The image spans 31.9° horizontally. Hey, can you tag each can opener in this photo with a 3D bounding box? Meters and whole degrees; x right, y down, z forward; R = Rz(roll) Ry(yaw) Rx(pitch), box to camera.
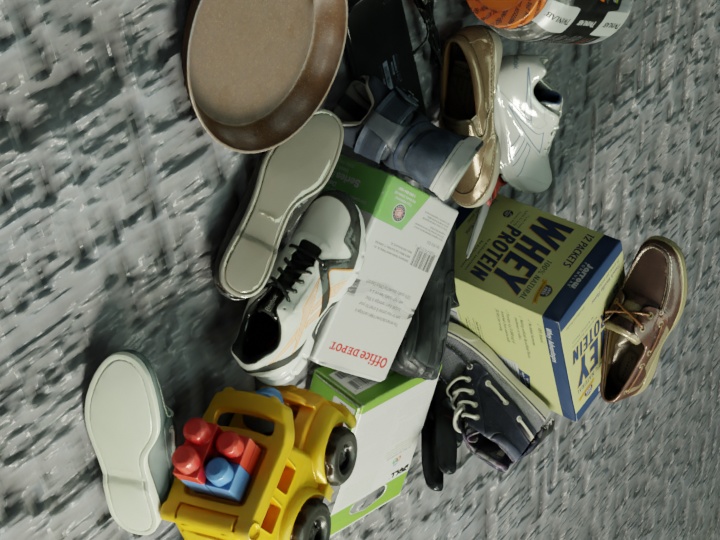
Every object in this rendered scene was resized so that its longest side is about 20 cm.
[{"bbox_3d":[0.095,0.192,1.499,0.200,0.078,0.064,-84,-165,-71],"label":"can opener"}]

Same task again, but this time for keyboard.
[{"bbox_3d":[0.039,-0.215,1.283,0.127,0.021,0.200,-41,140,-22],"label":"keyboard"}]

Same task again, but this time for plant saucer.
[{"bbox_3d":[-0.088,-0.204,1.104,0.200,0.034,0.201,-30,133,-39],"label":"plant saucer"}]

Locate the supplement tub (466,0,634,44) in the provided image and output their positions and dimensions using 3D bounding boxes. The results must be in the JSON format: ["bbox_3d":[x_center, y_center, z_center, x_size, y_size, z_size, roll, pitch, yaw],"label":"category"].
[{"bbox_3d":[0.202,-0.306,1.351,0.200,0.122,0.123,-12,120,-53],"label":"supplement tub"}]

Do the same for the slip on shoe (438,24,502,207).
[{"bbox_3d":[0.113,-0.163,1.363,0.061,0.076,0.201,-25,127,-50],"label":"slip on shoe"}]

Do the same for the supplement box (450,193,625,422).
[{"bbox_3d":[0.199,0.040,1.496,0.134,0.199,0.200,-49,143,-24],"label":"supplement box"}]

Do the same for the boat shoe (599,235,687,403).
[{"bbox_3d":[0.311,0.060,1.422,0.072,0.072,0.201,-20,130,-50],"label":"boat shoe"}]

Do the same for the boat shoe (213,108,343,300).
[{"bbox_3d":[-0.084,-0.065,1.188,0.067,0.057,0.201,32,78,-20],"label":"boat shoe"}]

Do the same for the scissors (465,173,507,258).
[{"bbox_3d":[0.151,-0.084,1.452,0.073,0.014,0.201,52,42,-50],"label":"scissors"}]

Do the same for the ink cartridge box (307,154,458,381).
[{"bbox_3d":[0.000,0.000,1.304,0.145,0.084,0.201,23,91,-56],"label":"ink cartridge box"}]

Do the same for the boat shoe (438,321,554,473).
[{"bbox_3d":[0.131,0.147,1.476,0.093,0.200,0.075,-44,170,-42],"label":"boat shoe"}]

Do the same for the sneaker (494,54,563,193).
[{"bbox_3d":[0.193,-0.163,1.435,0.200,0.087,0.075,63,31,-44],"label":"sneaker"}]

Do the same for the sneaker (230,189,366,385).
[{"bbox_3d":[-0.058,0.015,1.197,0.201,0.073,0.080,-67,157,-1],"label":"sneaker"}]

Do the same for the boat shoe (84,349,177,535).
[{"bbox_3d":[-0.202,0.148,1.149,0.062,0.072,0.201,-56,151,-54],"label":"boat shoe"}]

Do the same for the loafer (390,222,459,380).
[{"bbox_3d":[0.076,0.024,1.398,0.070,0.068,0.201,24,68,-30],"label":"loafer"}]

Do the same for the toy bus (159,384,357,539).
[{"bbox_3d":[-0.105,0.178,1.199,0.201,0.135,0.192,-68,150,-28],"label":"toy bus"}]

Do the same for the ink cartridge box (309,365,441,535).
[{"bbox_3d":[0.000,0.189,1.432,0.148,0.076,0.201,-22,136,-46],"label":"ink cartridge box"}]

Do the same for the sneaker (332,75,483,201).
[{"bbox_3d":[0.045,-0.134,1.268,0.077,0.146,0.202,-59,176,5],"label":"sneaker"}]
